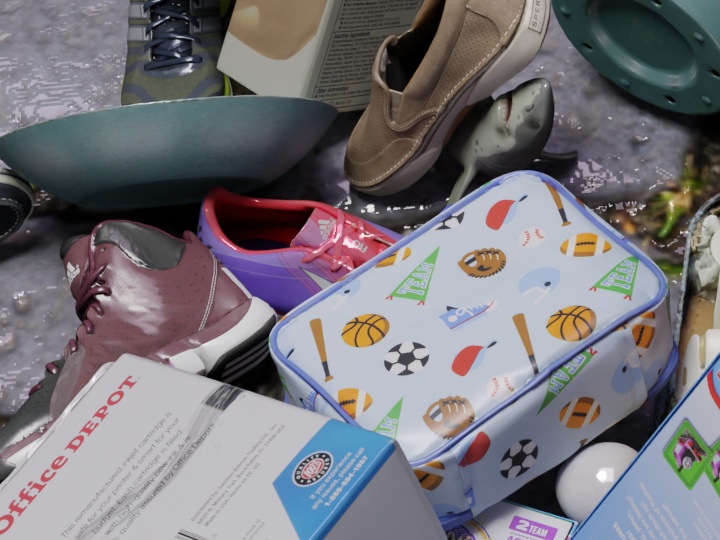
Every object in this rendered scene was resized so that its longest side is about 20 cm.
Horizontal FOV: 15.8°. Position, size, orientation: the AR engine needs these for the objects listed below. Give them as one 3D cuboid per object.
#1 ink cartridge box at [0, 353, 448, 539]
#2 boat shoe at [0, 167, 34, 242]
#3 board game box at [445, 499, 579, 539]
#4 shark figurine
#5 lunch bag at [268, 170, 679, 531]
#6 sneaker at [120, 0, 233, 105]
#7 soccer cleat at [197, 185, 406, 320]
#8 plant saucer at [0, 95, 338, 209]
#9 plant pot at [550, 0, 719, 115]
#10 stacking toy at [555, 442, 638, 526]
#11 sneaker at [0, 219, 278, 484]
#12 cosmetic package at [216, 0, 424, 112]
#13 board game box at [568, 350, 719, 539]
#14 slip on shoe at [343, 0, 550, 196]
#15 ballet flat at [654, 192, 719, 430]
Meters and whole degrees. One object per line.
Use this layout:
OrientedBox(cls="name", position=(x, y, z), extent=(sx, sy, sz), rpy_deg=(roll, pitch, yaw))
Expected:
OrientedBox(cls="ink cartridge box", position=(-0.081, 0.136, 1.290), extent=(0.200, 0.084, 0.145), rpy_deg=(15, 55, 42))
OrientedBox(cls="boat shoe", position=(-0.276, 0.004, 1.505), extent=(0.200, 0.075, 0.062), rpy_deg=(-26, 57, -10))
OrientedBox(cls="board game box", position=(0.005, 0.192, 1.310), extent=(0.153, 0.040, 0.200), rpy_deg=(16, 53, 22))
OrientedBox(cls="shark figurine", position=(0.087, -0.095, 1.547), extent=(0.089, 0.128, 0.215), rpy_deg=(9, 27, -16))
OrientedBox(cls="lunch bag", position=(0.060, 0.036, 1.364), extent=(0.200, 0.076, 0.160), rpy_deg=(-32, 44, -17))
OrientedBox(cls="sneaker", position=(-0.119, -0.157, 1.613), extent=(0.074, 0.081, 0.200), rpy_deg=(-7, 48, 3))
OrientedBox(cls="soccer cleat", position=(0.000, 0.000, 1.459), extent=(0.199, 0.073, 0.068), rpy_deg=(11, 51, 19))
OrientedBox(cls="plant saucer", position=(-0.110, -0.063, 1.486), extent=(0.200, 0.201, 0.039), rpy_deg=(-7, 83, 3))
OrientedBox(cls="plant pot", position=(0.204, -0.190, 1.523), extent=(0.200, 0.201, 0.161), rpy_deg=(26, 67, 28))
OrientedBox(cls="stacking toy", position=(0.189, 0.122, 1.302), extent=(0.199, 0.146, 0.146), rpy_deg=(4, 47, 33))
OrientedBox(cls="sneaker", position=(-0.152, 0.042, 1.427), extent=(0.200, 0.076, 0.116), rpy_deg=(-30, 73, -27))
OrientedBox(cls="cosmetic package", position=(-0.004, -0.197, 1.538), extent=(0.071, 0.201, 0.105), rpy_deg=(33, 25, 31))
OrientedBox(cls="board game box", position=(0.179, 0.140, 1.213), extent=(0.037, 0.200, 0.151), rpy_deg=(-5, 52, -41))
OrientedBox(cls="slip on shoe", position=(0.032, -0.109, 1.474), extent=(0.060, 0.200, 0.076), rpy_deg=(16, 61, -23))
OrientedBox(cls="ballet flat", position=(0.195, 0.037, 1.399), extent=(0.074, 0.074, 0.200), rpy_deg=(0, 49, 9))
